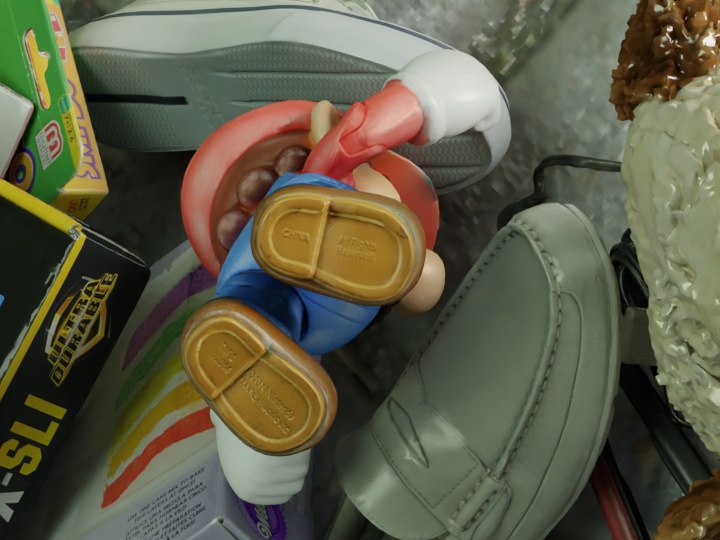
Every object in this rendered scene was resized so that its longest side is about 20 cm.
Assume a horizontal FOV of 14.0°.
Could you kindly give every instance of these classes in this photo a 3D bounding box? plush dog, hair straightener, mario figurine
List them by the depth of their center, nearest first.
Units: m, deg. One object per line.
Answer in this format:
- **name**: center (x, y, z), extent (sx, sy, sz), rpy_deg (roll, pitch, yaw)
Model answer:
- **plush dog**: center (0.129, 0.001, 0.858), extent (0.160, 0.172, 0.200), rpy_deg (-39, 58, -1)
- **mario figurine**: center (0.000, 0.000, 0.934), extent (0.123, 0.200, 0.107), rpy_deg (-22, 101, 7)
- **hair straightener**: center (0.103, 0.039, 0.976), extent (0.077, 0.041, 0.201), rpy_deg (-26, 58, 6)

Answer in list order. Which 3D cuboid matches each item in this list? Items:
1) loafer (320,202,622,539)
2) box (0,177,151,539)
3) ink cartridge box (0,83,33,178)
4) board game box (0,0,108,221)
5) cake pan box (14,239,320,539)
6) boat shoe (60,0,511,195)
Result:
- **loafer**: center (0.028, 0.065, 0.946), extent (0.070, 0.069, 0.201), rpy_deg (57, 139, 43)
- **box**: center (-0.180, 0.050, 0.989), extent (0.159, 0.049, 0.201), rpy_deg (28, 89, 33)
- **ink cartridge box**: center (-0.219, -0.019, 1.119), extent (0.176, 0.045, 0.201), rpy_deg (32, 106, 18)
- **board game box**: center (-0.153, -0.031, 1.120), extent (0.200, 0.030, 0.096), rpy_deg (-45, 55, 47)
- **cake pan box**: center (-0.100, 0.090, 1.029), extent (0.200, 0.052, 0.185), rpy_deg (-35, 26, 25)
- **boat shoe**: center (-0.023, -0.079, 1.060), extent (0.199, 0.074, 0.067), rpy_deg (12, 46, 33)
